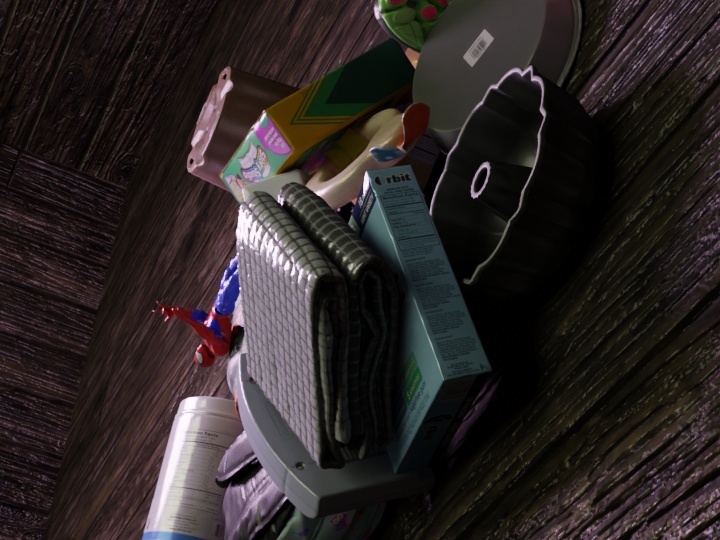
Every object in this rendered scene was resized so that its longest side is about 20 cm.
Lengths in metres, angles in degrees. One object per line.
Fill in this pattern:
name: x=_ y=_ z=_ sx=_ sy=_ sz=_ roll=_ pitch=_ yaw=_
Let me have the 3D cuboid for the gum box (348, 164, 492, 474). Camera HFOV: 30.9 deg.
gum box: x=0.035 y=0.043 z=1.092 sx=0.170 sy=0.044 sz=0.201 roll=110 pitch=146 yaw=-55

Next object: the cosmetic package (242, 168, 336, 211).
cosmetic package: x=-0.057 y=0.005 z=1.362 sx=0.102 sy=0.074 sz=0.201 roll=26 pitch=-132 yaw=-69

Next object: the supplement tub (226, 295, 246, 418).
supplement tub: x=-0.091 y=0.085 z=1.510 sx=0.123 sy=0.122 sz=0.200 roll=-56 pitch=22 yaw=37

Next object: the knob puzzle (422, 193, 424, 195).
knob puzzle: x=0.035 y=0.016 z=1.259 sx=0.220 sy=0.030 sz=0.221 roll=-173 pitch=90 yaw=-90

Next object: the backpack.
backpack: x=-0.059 y=0.221 z=1.256 sx=0.200 sy=0.126 sz=0.167 roll=-56 pitch=35 yaw=41

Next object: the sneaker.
sneaker: x=0.061 y=-0.264 z=1.370 sx=0.200 sy=0.084 sz=0.077 roll=-16 pitch=-79 yaw=-62

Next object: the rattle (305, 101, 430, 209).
rattle: x=0.041 y=-0.084 z=1.271 sx=0.130 sy=0.143 sz=0.200 roll=-36 pitch=12 yaw=-33

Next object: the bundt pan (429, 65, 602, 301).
bundt pan: x=0.131 y=-0.062 z=1.079 sx=0.202 sy=0.076 sz=0.202 roll=-56 pitch=22 yaw=36

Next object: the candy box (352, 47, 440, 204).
candy box: x=0.049 y=-0.140 z=1.449 sx=0.115 sy=0.055 sz=0.201 roll=-127 pitch=58 yaw=-70

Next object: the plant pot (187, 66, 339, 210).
plant pot: x=-0.113 y=-0.167 z=1.733 sx=0.200 sy=0.198 sz=0.201 roll=-55 pitch=22 yaw=36

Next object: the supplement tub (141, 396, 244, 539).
supplement tub: x=-0.181 y=0.267 z=1.568 sx=0.132 sy=0.132 sz=0.201 roll=-38 pitch=35 yaw=59

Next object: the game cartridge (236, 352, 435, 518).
game cartridge: x=-0.034 y=0.139 z=1.173 sx=0.200 sy=0.133 sz=0.041 roll=-125 pitch=38 yaw=-47

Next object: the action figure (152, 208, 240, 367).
action figure: x=-0.173 y=0.023 z=1.451 sx=0.065 sy=0.099 sz=0.201 roll=-94 pitch=20 yaw=-58

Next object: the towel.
towel: x=-0.032 y=0.045 z=1.094 sx=0.166 sy=0.085 sz=0.201 roll=45 pitch=145 yaw=50

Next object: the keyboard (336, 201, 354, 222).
keyboard: x=0.000 y=0.000 z=1.387 sx=0.200 sy=0.021 sz=0.127 roll=-111 pitch=12 yaw=-50

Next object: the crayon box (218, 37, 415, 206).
crayon box: x=-0.048 y=-0.154 z=1.405 sx=0.172 sy=0.058 sz=0.200 roll=-32 pitch=-3 yaw=-25

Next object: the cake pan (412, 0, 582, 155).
cake pan: x=0.122 y=-0.203 z=1.235 sx=0.200 sy=0.037 sz=0.201 roll=-31 pitch=46 yaw=38
